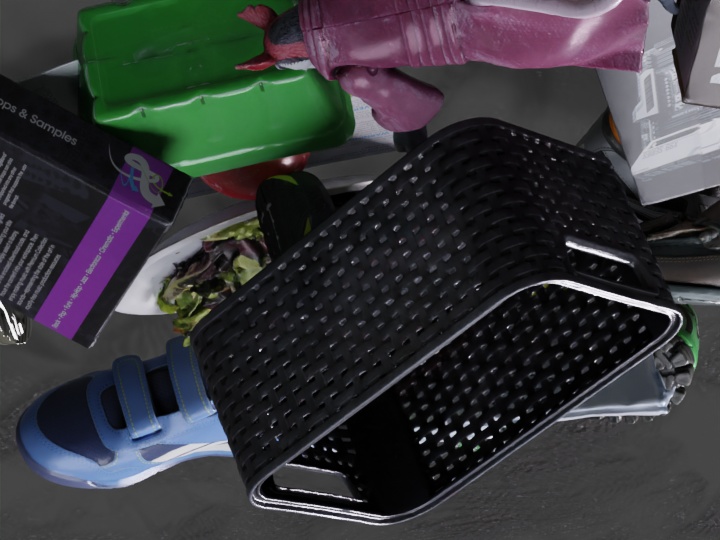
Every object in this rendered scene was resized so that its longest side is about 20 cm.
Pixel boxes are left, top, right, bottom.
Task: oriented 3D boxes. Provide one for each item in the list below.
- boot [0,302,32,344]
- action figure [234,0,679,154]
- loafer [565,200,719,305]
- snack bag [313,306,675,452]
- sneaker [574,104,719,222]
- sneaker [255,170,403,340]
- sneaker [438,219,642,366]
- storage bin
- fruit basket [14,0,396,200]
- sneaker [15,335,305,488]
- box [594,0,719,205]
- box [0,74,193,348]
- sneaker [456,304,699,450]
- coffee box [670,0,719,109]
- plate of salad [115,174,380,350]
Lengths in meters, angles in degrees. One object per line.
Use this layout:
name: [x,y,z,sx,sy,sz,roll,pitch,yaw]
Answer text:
boot: [-0.294,0.018,1.487,0.199,0.073,0.182,-14,166,15]
action figure: [0.037,-0.112,1.229,0.199,0.134,0.149,-14,-169,11]
loafer: [0.210,-0.011,1.487,0.199,0.063,0.072,3,179,7]
snack bag: [0.073,0.053,1.580,0.199,0.189,0.021,-7,110,3]
sneaker: [0.199,-0.047,1.539,0.200,0.079,0.077,24,138,-31]
sneaker: [0.000,0.000,1.418,0.081,0.074,0.200,-20,155,3]
sneaker: [0.074,-0.009,1.561,0.199,0.075,0.085,-17,145,-25]
storage bin: [0.034,0.028,1.319,0.200,0.094,0.135,-37,150,28]
fruit basket: [-0.070,-0.084,1.392,0.185,0.094,0.200,-12,167,4]
sneaker: [-0.108,0.075,1.657,0.199,0.074,0.082,-10,150,-16]
box: [0.182,-0.137,1.331,0.157,0.050,0.200,-15,131,9]
box: [-0.193,-0.049,1.337,0.200,0.036,0.143,28,147,-8]
sneaker: [0.114,0.058,1.688,0.199,0.085,0.078,-5,112,23]
coffee box: [0.214,-0.168,1.214,0.114,0.080,0.201,10,121,-6]
plate of salad: [-0.042,-0.004,1.514,0.199,0.048,0.200,-17,168,-4]
